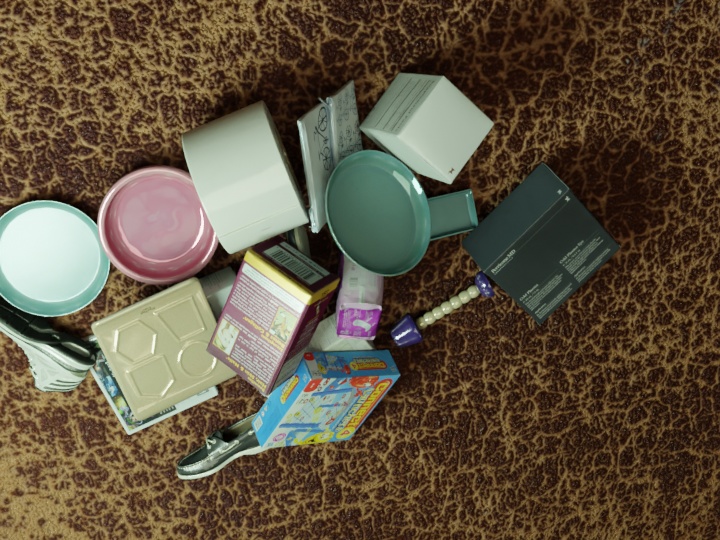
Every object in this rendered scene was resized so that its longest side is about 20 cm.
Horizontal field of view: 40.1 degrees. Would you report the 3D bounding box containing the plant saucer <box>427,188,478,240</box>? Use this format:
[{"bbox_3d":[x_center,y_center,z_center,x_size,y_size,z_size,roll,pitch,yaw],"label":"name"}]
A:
[{"bbox_3d":[0.119,-0.086,1.659,0.198,0.019,0.071,-15,95,-37],"label":"plant saucer"}]

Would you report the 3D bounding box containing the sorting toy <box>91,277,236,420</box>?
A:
[{"bbox_3d":[-0.315,0.126,1.601,0.183,0.036,0.202,-24,118,-10],"label":"sorting toy"}]

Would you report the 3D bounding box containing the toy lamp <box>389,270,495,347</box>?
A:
[{"bbox_3d":[0.145,0.074,1.767,0.198,0.058,0.059,-30,114,4],"label":"toy lamp"}]

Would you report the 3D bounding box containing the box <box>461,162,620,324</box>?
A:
[{"bbox_3d":[0.311,-0.045,1.703,0.200,0.104,0.182,-44,126,9],"label":"box"}]

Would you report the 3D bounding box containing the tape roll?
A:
[{"bbox_3d":[-0.176,-0.145,1.538,0.137,0.203,0.205,-22,115,0],"label":"tape roll"}]

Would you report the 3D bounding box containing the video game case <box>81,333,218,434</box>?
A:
[{"bbox_3d":[-0.372,0.171,1.734,0.180,0.023,0.202,-24,115,0],"label":"video game case"}]

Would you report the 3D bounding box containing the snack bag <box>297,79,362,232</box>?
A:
[{"bbox_3d":[-0.042,-0.184,1.564,0.021,0.200,0.191,4,116,23],"label":"snack bag"}]

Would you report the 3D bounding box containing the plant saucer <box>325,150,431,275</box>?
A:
[{"bbox_3d":[0.025,-0.088,1.552,0.198,0.027,0.204,11,70,-31],"label":"plant saucer"}]

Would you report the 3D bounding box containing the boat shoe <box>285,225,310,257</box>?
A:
[{"bbox_3d":[-0.110,-0.007,1.652,0.061,0.076,0.201,-1,149,6],"label":"boat shoe"}]

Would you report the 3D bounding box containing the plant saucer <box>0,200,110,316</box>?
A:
[{"bbox_3d":[-0.512,-0.022,1.625,0.197,0.027,0.203,-3,112,-9],"label":"plant saucer"}]

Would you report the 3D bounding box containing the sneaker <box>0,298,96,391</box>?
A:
[{"bbox_3d":[-0.554,0.140,1.660,0.199,0.076,0.116,33,116,-9],"label":"sneaker"}]

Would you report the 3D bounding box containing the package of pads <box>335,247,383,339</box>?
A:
[{"bbox_3d":[0.000,0.000,1.618,0.074,0.203,0.121,4,148,-3],"label":"package of pads"}]

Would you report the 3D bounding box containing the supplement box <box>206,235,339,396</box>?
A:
[{"bbox_3d":[-0.138,0.070,1.548,0.130,0.103,0.202,34,117,13],"label":"supplement box"}]

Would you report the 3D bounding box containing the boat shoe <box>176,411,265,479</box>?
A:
[{"bbox_3d":[-0.245,0.314,1.787,0.197,0.074,0.061,-21,115,-4],"label":"boat shoe"}]

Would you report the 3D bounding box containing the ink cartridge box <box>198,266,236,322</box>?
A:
[{"bbox_3d":[-0.277,0.104,1.669,0.197,0.083,0.147,-22,114,-11],"label":"ink cartridge box"}]

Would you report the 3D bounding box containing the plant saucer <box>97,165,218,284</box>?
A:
[{"bbox_3d":[-0.329,-0.078,1.622,0.197,0.051,0.204,-4,112,-9],"label":"plant saucer"}]

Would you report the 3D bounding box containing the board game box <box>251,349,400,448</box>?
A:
[{"bbox_3d":[-0.061,0.223,1.716,0.194,0.056,0.201,1,137,-38],"label":"board game box"}]

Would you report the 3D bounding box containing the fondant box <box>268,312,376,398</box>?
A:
[{"bbox_3d":[-0.076,0.161,1.725,0.198,0.059,0.145,-30,148,4],"label":"fondant box"}]

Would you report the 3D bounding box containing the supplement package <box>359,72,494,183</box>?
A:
[{"bbox_3d":[0.099,-0.227,1.545,0.117,0.200,0.118,38,89,-22],"label":"supplement package"}]
